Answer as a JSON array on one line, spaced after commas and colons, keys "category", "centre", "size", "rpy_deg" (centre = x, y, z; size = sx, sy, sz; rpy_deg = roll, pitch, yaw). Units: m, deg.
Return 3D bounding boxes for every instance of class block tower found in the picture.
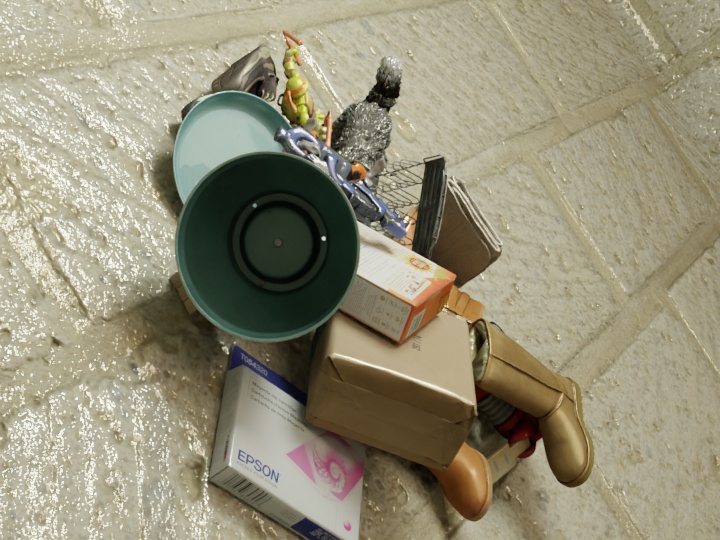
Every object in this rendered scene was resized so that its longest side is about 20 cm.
[{"category": "block tower", "centre": [-0.144, 0.005, 1.493], "size": [0.199, 0.058, 0.054], "rpy_deg": [-12, 70, -59]}]

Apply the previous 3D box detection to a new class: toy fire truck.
[{"category": "toy fire truck", "centre": [0.177, 0.198, 1.712], "size": [0.176, 0.128, 0.200], "rpy_deg": [47, 22, -12]}]

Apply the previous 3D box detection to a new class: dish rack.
[{"category": "dish rack", "centre": [0.038, -0.075, 1.617], "size": [0.054, 0.199, 0.155], "rpy_deg": [15, 77, -31]}]

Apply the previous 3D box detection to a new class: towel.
[{"category": "towel", "centre": [0.113, -0.038, 1.753], "size": [0.034, 0.200, 0.133], "rpy_deg": [-28, 84, -39]}]

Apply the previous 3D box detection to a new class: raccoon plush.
[{"category": "raccoon plush", "centre": [0.001, -0.201, 1.777], "size": [0.096, 0.202, 0.134], "rpy_deg": [9, 22, -1]}]

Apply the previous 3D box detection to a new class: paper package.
[{"category": "paper package", "centre": [0.035, 0.119, 1.486], "size": [0.189, 0.104, 0.201], "rpy_deg": [20, 26, -8]}]

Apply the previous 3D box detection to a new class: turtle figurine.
[{"category": "turtle figurine", "centre": [-0.079, -0.216, 1.718], "size": [0.162, 0.064, 0.202], "rpy_deg": [75, -7, -65]}]

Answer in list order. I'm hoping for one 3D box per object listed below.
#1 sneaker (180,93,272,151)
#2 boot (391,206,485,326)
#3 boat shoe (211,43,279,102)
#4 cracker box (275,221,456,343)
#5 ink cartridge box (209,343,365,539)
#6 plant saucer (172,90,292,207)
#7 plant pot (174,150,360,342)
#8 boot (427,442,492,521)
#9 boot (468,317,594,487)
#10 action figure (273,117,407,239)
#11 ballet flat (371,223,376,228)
[{"category": "sneaker", "centre": [-0.148, -0.159, 1.622], "size": [0.199, 0.074, 0.085], "rpy_deg": [26, 42, -39]}, {"category": "boot", "centre": [0.100, 0.022, 1.706], "size": [0.153, 0.074, 0.202], "rpy_deg": [17, 72, -3]}, {"category": "boat shoe", "centre": [-0.145, -0.255, 1.698], "size": [0.074, 0.074, 0.200], "rpy_deg": [55, 20, -13]}, {"category": "cracker box", "centre": [0.000, 0.000, 1.504], "size": [0.199, 0.058, 0.134], "rpy_deg": [30, 26, 17]}, {"category": "ink cartridge box", "centre": [-0.076, 0.197, 1.419], "size": [0.196, 0.043, 0.201], "rpy_deg": [37, 37, -28]}, {"category": "plant saucer", "centre": [-0.154, -0.123, 1.561], "size": [0.199, 0.027, 0.203], "rpy_deg": [7, 78, -38]}, {"category": "plant pot", "centre": [-0.096, -0.029, 1.380], "size": [0.201, 0.199, 0.134], "rpy_deg": [54, 4, -1]}, {"category": "boot", "centre": [0.081, 0.219, 1.574], "size": [0.154, 0.076, 0.202], "rpy_deg": [21, 42, -44]}, {"category": "boot", "centre": [0.219, 0.179, 1.650], "size": [0.199, 0.066, 0.176], "rpy_deg": [33, 37, -34]}, {"category": "action figure", "centre": [-0.033, -0.097, 1.536], "size": [0.200, 0.105, 0.194], "rpy_deg": [42, 32, -3]}, {"category": "ballet flat", "centre": [-0.020, -0.073, 1.727], "size": [0.200, 0.069, 0.070], "rpy_deg": [48, 32, -12]}]
